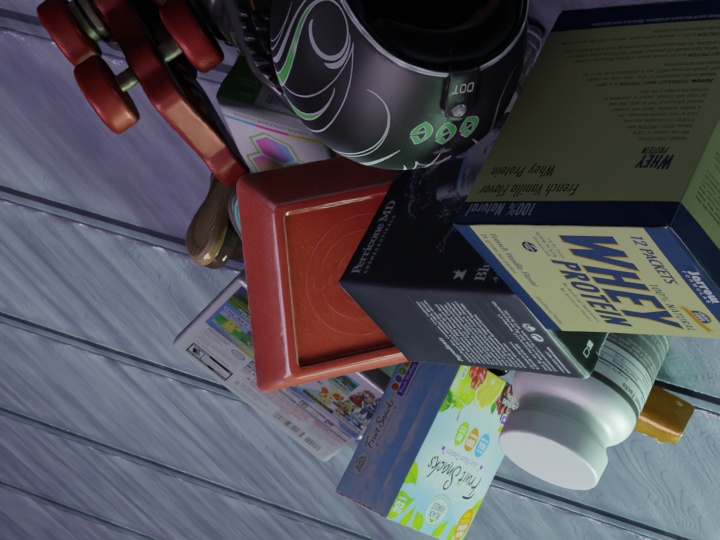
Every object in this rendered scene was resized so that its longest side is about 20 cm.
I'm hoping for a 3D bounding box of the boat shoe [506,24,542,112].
[{"bbox_3d":[0.055,-0.171,1.625,0.201,0.065,0.074,10,153,44],"label":"boat shoe"}]

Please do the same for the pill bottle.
[{"bbox_3d":[0.202,0.082,1.801,0.115,0.201,0.116,23,157,11],"label":"pill bottle"}]

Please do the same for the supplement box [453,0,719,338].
[{"bbox_3d":[0.211,-0.072,1.471,0.199,0.200,0.134,1,145,46],"label":"supplement box"}]

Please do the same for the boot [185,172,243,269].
[{"bbox_3d":[-0.074,-0.027,1.928,0.166,0.200,0.072,34,115,-12],"label":"boot"}]

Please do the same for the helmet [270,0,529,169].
[{"bbox_3d":[0.025,-0.171,1.477,0.199,0.201,0.191,29,155,-4],"label":"helmet"}]

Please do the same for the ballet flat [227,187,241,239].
[{"bbox_3d":[-0.048,-0.025,1.871,0.200,0.073,0.073,39,154,-27],"label":"ballet flat"}]

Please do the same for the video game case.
[{"bbox_3d":[-0.072,0.096,2.011,0.200,0.022,0.182,39,146,-7],"label":"video game case"}]

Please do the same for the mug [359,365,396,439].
[{"bbox_3d":[-0.026,0.089,2.167,0.175,0.149,0.200,13,-176,39],"label":"mug"}]

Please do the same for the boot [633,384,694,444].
[{"bbox_3d":[0.239,0.117,1.924,0.144,0.071,0.201,29,-167,15],"label":"boot"}]

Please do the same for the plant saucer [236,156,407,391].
[{"bbox_3d":[0.000,0.000,1.776,0.037,0.199,0.201,-141,43,-63],"label":"plant saucer"}]

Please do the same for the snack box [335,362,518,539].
[{"bbox_3d":[0.074,0.166,1.964,0.067,0.169,0.200,25,175,28],"label":"snack box"}]

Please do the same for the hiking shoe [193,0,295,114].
[{"bbox_3d":[-0.081,-0.206,1.656,0.200,0.076,0.101,55,173,1],"label":"hiking shoe"}]

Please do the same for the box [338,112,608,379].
[{"bbox_3d":[0.120,-0.030,1.661,0.199,0.197,0.117,3,146,45],"label":"box"}]

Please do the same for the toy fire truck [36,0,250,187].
[{"bbox_3d":[-0.173,-0.175,1.734,0.200,0.112,0.168,57,-176,35],"label":"toy fire truck"}]

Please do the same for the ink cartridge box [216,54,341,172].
[{"bbox_3d":[-0.052,-0.111,1.857,0.103,0.059,0.200,18,155,21],"label":"ink cartridge box"}]

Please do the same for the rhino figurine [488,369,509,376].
[{"bbox_3d":[0.083,0.040,2.025,0.199,0.060,0.088,23,160,14],"label":"rhino figurine"}]
